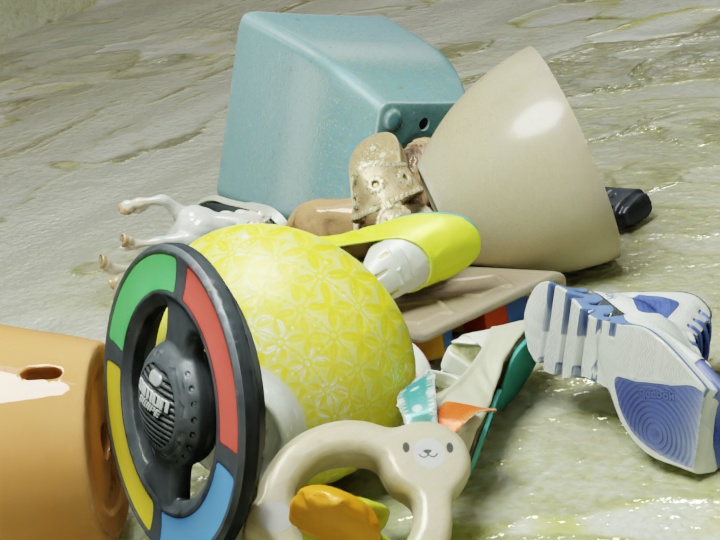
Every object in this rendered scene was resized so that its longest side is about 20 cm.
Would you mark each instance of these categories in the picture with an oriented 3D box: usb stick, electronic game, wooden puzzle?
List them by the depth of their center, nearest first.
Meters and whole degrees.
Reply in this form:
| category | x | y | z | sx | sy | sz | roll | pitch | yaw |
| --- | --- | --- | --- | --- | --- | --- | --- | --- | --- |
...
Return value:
| category | x | y | z | sx | sy | sz | roll | pitch | yaw |
| --- | --- | --- | --- | --- | --- | --- | --- | --- | --- |
| electronic game | -0.116 | 0.083 | 1.035 | 0.041 | 0.202 | 0.199 | -4 | 11 | -32 |
| wooden puzzle | 0.045 | 0.036 | 1.371 | 0.199 | 0.047 | 0.184 | -16 | 13 | -41 |
| usb stick | 0.190 | -0.064 | 1.587 | 0.055 | 0.033 | 0.199 | -28 | 24 | -38 |

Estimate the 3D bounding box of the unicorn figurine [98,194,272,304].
| category | x | y | z | sx | sy | sz | roll | pitch | yaw |
| --- | --- | --- | --- | --- | --- | --- | --- | --- | --- |
| unicorn figurine | -0.168 | -0.024 | 1.566 | 0.136 | 0.075 | 0.200 | 2 | -19 | -23 |

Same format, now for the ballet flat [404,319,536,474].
| category | x | y | z | sx | sy | sz | roll | pitch | yaw |
| --- | --- | --- | --- | --- | --- | --- | --- | --- | --- |
| ballet flat | 0.081 | 0.080 | 1.189 | 0.069 | 0.070 | 0.200 | -5 | 20 | 24 |

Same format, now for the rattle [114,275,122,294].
| category | x | y | z | sx | sy | sz | roll | pitch | yaw |
| --- | --- | --- | --- | --- | --- | --- | --- | --- | --- |
| rattle | -0.157 | 0.074 | 1.435 | 0.129 | 0.144 | 0.200 | -7 | -12 | -21 |

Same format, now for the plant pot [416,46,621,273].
| category | x | y | z | sx | sy | sz | roll | pitch | yaw |
| --- | --- | --- | --- | --- | --- | --- | --- | --- | --- |
| plant pot | 0.127 | -0.076 | 1.439 | 0.133 | 0.202 | 0.200 | -24 | 19 | 0 |

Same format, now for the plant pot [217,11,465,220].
| category | x | y | z | sx | sy | sz | roll | pitch | yaw |
| --- | --- | --- | --- | --- | --- | --- | --- | --- | --- |
| plant pot | -0.002 | -0.137 | 1.651 | 0.195 | 0.198 | 0.199 | -4 | 23 | -37 |

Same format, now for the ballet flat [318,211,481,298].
| category | x | y | z | sx | sy | sz | roll | pitch | yaw |
| --- | --- | --- | --- | --- | --- | --- | --- | --- | --- |
| ballet flat | 0.000 | 0.000 | 1.326 | 0.198 | 0.067 | 0.067 | -6 | 31 | 24 |

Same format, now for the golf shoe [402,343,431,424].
| category | x | y | z | sx | sy | sz | roll | pitch | yaw |
| --- | --- | --- | --- | --- | --- | --- | --- | --- | --- |
| golf shoe | -0.047 | 0.097 | 1.243 | 0.198 | 0.076 | 0.092 | -8 | 23 | 20 |

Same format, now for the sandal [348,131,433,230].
| category | x | y | z | sx | sy | sz | roll | pitch | yaw |
| --- | --- | --- | --- | --- | --- | --- | --- | --- | --- |
| sandal | 0.013 | -0.071 | 1.418 | 0.077 | 0.070 | 0.213 | -27 | 35 | 10 |

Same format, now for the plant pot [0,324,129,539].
| category | x | y | z | sx | sy | sz | roll | pitch | yaw |
| --- | --- | --- | --- | --- | --- | --- | --- | --- | --- |
| plant pot | -0.239 | 0.121 | 1.128 | 0.138 | 0.202 | 0.200 | -6 | 20 | 5 |

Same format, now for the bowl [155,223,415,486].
| category | x | y | z | sx | sy | sz | roll | pitch | yaw |
| --- | --- | --- | --- | --- | --- | --- | --- | --- | --- |
| bowl | -0.069 | 0.081 | 1.122 | 0.198 | 0.202 | 0.108 | -6 | 27 | 22 |

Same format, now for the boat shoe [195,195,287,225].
| category | x | y | z | sx | sy | sz | roll | pitch | yaw |
| --- | --- | --- | --- | --- | --- | --- | --- | --- | --- |
| boat shoe | -0.137 | -0.031 | 1.675 | 0.068 | 0.072 | 0.199 | -48 | 25 | -17 |

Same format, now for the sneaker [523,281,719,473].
| category | x | y | z | sx | sy | sz | roll | pitch | yaw |
| --- | --- | --- | --- | --- | --- | --- | --- | --- | --- |
| sneaker | 0.213 | 0.057 | 1.140 | 0.114 | 0.081 | 0.199 | -6 | 25 | -28 |

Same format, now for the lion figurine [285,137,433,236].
| category | x | y | z | sx | sy | sz | roll | pitch | yaw |
| --- | --- | --- | --- | --- | --- | --- | --- | --- | --- |
| lion figurine | 0.000 | -0.045 | 1.528 | 0.198 | 0.124 | 0.073 | -15 | 19 | -2 |

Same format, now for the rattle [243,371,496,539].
| category | x | y | z | sx | sy | sz | roll | pitch | yaw |
| --- | --- | --- | --- | --- | --- | --- | --- | --- | --- |
| rattle | 0.021 | 0.104 | 1.009 | 0.130 | 0.144 | 0.200 | 31 | 55 | 34 |
